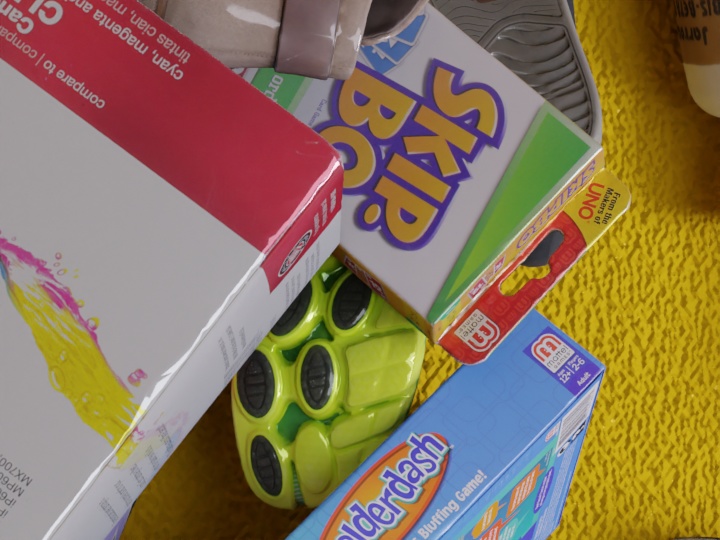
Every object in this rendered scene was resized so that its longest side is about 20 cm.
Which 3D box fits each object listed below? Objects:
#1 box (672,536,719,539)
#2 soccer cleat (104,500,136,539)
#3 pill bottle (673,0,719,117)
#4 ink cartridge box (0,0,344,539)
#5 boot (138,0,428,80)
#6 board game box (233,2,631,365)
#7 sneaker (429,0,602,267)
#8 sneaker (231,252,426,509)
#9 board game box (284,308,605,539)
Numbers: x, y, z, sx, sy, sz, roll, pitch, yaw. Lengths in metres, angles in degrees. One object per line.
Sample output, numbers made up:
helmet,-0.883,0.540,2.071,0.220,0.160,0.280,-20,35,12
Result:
box,0.205,0.228,1.268,0.148,0.104,0.201,15,83,-31
soccer cleat,-0.094,0.053,1.094,0.067,0.076,0.200,31,76,-29
pill bottle,0.191,-0.119,1.242,0.114,0.114,0.201,-16,99,-30
ink cartridge box,-0.120,0.012,0.994,0.145,0.145,0.200,37,81,4
boot,-0.035,-0.141,1.062,0.146,0.070,0.200,21,47,8
board game box,0.001,-0.060,1.099,0.200,0.030,0.096,41,80,14
sneaker,0.049,-0.104,1.190,0.075,0.106,0.201,-7,67,-4
sneaker,0.000,0.000,1.137,0.074,0.084,0.201,7,73,13
board game box,0.008,0.122,1.122,0.045,0.152,0.200,39,65,16
